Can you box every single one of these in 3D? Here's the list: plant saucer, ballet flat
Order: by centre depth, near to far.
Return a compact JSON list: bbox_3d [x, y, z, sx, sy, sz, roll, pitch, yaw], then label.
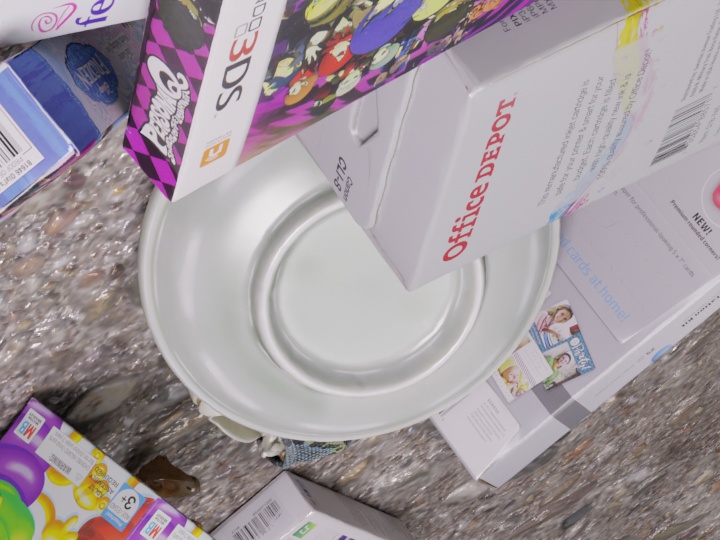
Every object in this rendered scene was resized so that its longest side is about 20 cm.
[{"bbox_3d":[0.000,0.000,1.221,0.198,0.050,0.202,-6,119,-11],"label":"plant saucer"},{"bbox_3d":[-0.052,0.057,1.368,0.074,0.074,0.200,-36,153,-1],"label":"ballet flat"}]

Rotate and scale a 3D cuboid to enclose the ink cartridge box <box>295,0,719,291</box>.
[{"bbox_3d":[0.071,-0.117,1.113,0.199,0.145,0.146,-26,156,-25],"label":"ink cartridge box"}]

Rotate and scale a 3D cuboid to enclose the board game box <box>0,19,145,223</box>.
[{"bbox_3d":[-0.165,-0.016,0.970,0.200,0.043,0.199,-37,-172,14],"label":"board game box"}]

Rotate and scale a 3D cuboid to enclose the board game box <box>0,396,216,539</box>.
[{"bbox_3d":[-0.164,0.183,1.302,0.200,0.103,0.105,-53,143,-6],"label":"board game box"}]

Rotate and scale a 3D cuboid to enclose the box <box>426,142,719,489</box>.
[{"bbox_3d":[0.093,-0.017,1.313,0.200,0.156,0.041,-40,160,7],"label":"box"}]

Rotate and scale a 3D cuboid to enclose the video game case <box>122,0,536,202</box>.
[{"bbox_3d":[0.017,-0.126,0.908,0.199,0.036,0.182,-30,159,-30],"label":"video game case"}]

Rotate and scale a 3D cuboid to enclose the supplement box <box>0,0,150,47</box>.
[{"bbox_3d":[-0.089,-0.150,0.891,0.199,0.104,0.101,-16,149,-37],"label":"supplement box"}]

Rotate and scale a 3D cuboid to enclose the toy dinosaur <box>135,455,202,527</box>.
[{"bbox_3d":[-0.146,0.169,1.472,0.106,0.061,0.200,32,113,-28],"label":"toy dinosaur"}]

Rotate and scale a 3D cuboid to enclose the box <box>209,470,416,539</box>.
[{"bbox_3d":[-0.053,0.194,1.652,0.144,0.036,0.200,-40,155,7],"label":"box"}]
